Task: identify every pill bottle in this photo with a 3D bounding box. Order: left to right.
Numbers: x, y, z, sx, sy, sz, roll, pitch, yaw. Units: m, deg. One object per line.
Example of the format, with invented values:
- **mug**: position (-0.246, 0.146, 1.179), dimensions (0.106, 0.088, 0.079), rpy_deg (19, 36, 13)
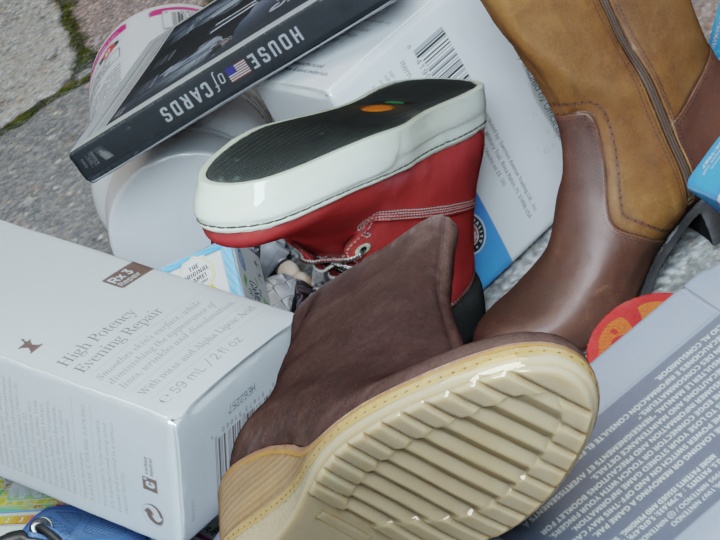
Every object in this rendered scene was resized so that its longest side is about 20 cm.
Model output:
- **pill bottle**: position (-0.106, -0.072, 1.179), dimensions (0.113, 0.114, 0.200), rpy_deg (-26, 29, 7)

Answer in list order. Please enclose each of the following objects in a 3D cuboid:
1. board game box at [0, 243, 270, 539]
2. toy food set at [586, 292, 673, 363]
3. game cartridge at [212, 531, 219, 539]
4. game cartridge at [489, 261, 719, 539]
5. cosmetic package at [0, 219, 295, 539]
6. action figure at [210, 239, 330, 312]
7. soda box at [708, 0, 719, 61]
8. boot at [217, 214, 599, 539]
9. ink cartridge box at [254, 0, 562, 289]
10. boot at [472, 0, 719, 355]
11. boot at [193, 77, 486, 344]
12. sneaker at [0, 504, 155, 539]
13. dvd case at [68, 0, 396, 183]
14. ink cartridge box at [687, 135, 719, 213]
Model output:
- **board game box**: position (-0.128, 0.084, 0.972), dimensions (0.199, 0.034, 0.135), rpy_deg (-23, 63, 16)
- **toy food set**: position (0.115, 0.083, 0.810), dimensions (0.199, 0.049, 0.198), rpy_deg (1, 42, 44)
- **game cartridge**: position (-0.034, 0.136, 0.817), dimensions (0.201, 0.038, 0.129), rpy_deg (-53, 25, -8)
- **game cartridge**: position (0.121, 0.080, 0.728), dimensions (0.199, 0.042, 0.133), rpy_deg (-38, 46, -13)
- **cosmetic package**: position (-0.133, 0.044, 0.902), dimensions (0.199, 0.075, 0.102), rpy_deg (17, 34, 27)
- **action figure**: position (-0.083, 0.035, 1.045), dimensions (0.198, 0.070, 0.131), rpy_deg (-14, 30, 23)
- **soda box**: position (0.234, -0.148, 1.033), dimensions (0.064, 0.068, 0.201), rpy_deg (-13, 34, 28)
- **boot**: position (0.018, 0.032, 0.743), dimensions (0.200, 0.072, 0.167), rpy_deg (-37, 26, 38)
- **ink cartridge box**: position (0.065, -0.100, 1.036), dimensions (0.200, 0.145, 0.084), rpy_deg (-42, 29, -19)
- **boot**: position (0.094, -0.069, 0.905), dimensions (0.188, 0.201, 0.068), rpy_deg (-35, 30, -8)
- **boot**: position (0.000, 0.000, 0.891), dimensions (0.072, 0.146, 0.199), rpy_deg (7, 17, 32)
- **sneaker**: position (-0.126, 0.134, 0.839), dimensions (0.079, 0.089, 0.200), rpy_deg (-50, 18, -3)
- **dvd case**: position (-0.052, -0.130, 1.035), dimensions (0.199, 0.025, 0.151), rpy_deg (-29, 19, 25)
- **ink cartridge box**: position (0.217, -0.044, 0.766), dimensions (0.116, 0.067, 0.200), rpy_deg (-53, 16, 3)
